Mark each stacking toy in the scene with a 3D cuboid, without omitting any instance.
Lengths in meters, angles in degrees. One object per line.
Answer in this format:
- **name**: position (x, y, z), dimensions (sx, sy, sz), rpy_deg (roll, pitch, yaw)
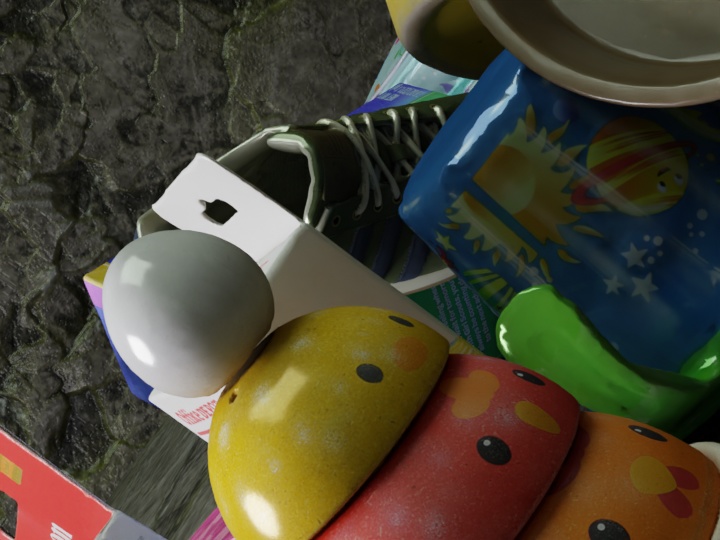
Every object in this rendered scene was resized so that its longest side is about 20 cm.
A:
- **stacking toy**: position (0.004, 0.061, 0.678), dimensions (0.146, 0.200, 0.146), rpy_deg (-50, 9, 10)

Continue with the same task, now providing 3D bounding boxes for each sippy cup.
- **sippy cup**: position (0.091, -0.022, 0.840), dimensions (0.140, 0.130, 0.178), rpy_deg (-54, 6, -2)

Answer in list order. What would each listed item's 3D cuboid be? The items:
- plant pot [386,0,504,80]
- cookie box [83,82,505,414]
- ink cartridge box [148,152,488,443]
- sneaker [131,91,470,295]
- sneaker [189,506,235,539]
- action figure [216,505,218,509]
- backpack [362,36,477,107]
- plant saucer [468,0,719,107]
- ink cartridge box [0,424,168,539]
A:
- **plant pot**: position (0.071, -0.185, 0.916), dimensions (0.201, 0.201, 0.189), rpy_deg (138, 129, -62)
- **cookie box**: position (0.000, 0.000, 1.055), dimensions (0.200, 0.075, 0.171), rpy_deg (-33, 29, -23)
- **ink cartridge box**: position (-0.004, 0.050, 0.817), dimensions (0.067, 0.200, 0.117), rpy_deg (-55, 6, -15)
- **sneaker**: position (-0.004, -0.029, 0.913), dimensions (0.200, 0.067, 0.090), rpy_deg (-25, -22, -4)
- **sneaker**: position (0.000, 0.148, 0.837), dimensions (0.081, 0.088, 0.200), rpy_deg (-49, 28, -5)
- **action figure**: position (-0.016, 0.100, 1.031), dimensions (0.118, 0.055, 0.200), rpy_deg (-44, 25, -18)
- **backpack**: position (0.105, -0.122, 1.287), dimensions (0.200, 0.151, 0.178), rpy_deg (-39, 13, 49)
- **plant saucer**: position (0.114, -0.152, 0.770), dimensions (0.200, 0.200, 0.029), rpy_deg (-51, -32, 18)
- **ink cartridge box**: position (-0.129, 0.162, 1.083), dimensions (0.045, 0.176, 0.200), rpy_deg (-55, -7, -27)
